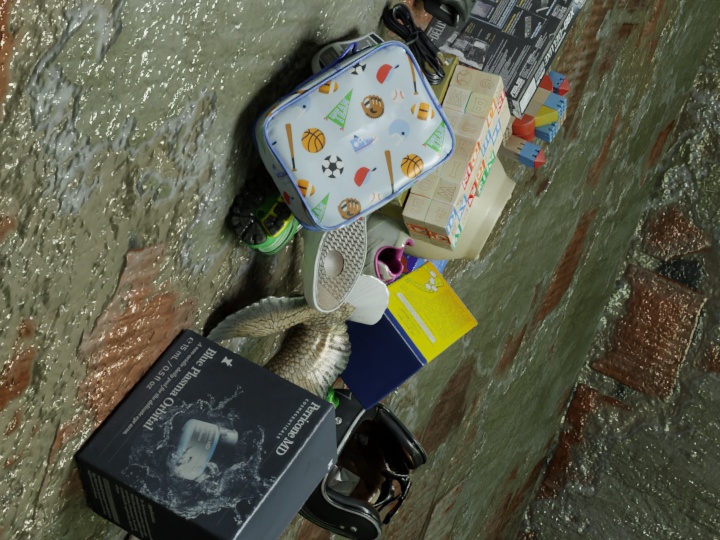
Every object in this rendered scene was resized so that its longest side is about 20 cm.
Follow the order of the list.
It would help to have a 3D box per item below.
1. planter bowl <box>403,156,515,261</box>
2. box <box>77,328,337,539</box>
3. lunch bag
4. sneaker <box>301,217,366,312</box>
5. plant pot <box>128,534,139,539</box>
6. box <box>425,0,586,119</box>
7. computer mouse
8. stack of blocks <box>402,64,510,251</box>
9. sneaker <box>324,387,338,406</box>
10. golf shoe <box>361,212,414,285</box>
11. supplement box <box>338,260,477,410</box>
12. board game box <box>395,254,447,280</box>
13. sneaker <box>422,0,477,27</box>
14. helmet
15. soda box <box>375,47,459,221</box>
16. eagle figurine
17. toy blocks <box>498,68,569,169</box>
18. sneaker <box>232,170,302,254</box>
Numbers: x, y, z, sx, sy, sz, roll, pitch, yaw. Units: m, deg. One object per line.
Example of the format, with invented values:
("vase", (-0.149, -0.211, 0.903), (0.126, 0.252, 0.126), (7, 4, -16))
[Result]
("planter bowl", (0.124, -0.095, 1.866), (0.202, 0.134, 0.200), (-62, 177, -5))
("box", (-0.157, 0.199, 1.479), (0.197, 0.199, 0.118), (-52, 157, -33))
("lunch bag", (-0.006, -0.146, 1.471), (0.199, 0.161, 0.076), (-33, -171, -13))
("sneaker", (-0.040, -0.049, 1.603), (0.072, 0.084, 0.202), (23, 72, -41))
("plant pot", (-0.188, 0.372, 1.654), (0.201, 0.199, 0.178), (-52, 147, -31))
("box", (0.180, -0.314, 1.787), (0.201, 0.157, 0.050), (-61, 160, -12))
("computer mouse", (0.011, -0.233, 1.578), (0.199, 0.110, 0.044), (-28, 168, -42))
("stack of blocks", (0.118, -0.130, 1.696), (0.115, 0.058, 0.202), (59, 51, -69))
("sneaker", (-0.081, 0.167, 1.781), (0.201, 0.085, 0.078), (-56, 158, -21))
("golf shoe", (0.000, 0.000, 1.763), (0.075, 0.092, 0.201), (-20, 148, -45))
("supplement box", (0.049, 0.080, 1.800), (0.109, 0.110, 0.200), (-40, 175, 27))
("board game box", (0.104, -0.051, 2.069), (0.201, 0.044, 0.134), (-63, 160, -5))
("sneaker", (0.131, -0.369, 1.724), (0.199, 0.076, 0.115), (-28, 141, -54))
("helmet", (-0.027, 0.256, 1.895), (0.200, 0.190, 0.200), (-45, -168, 13))
("soda box", (0.059, -0.167, 1.683), (0.068, 0.063, 0.202), (63, 46, -66))
("eagle figurine", (-0.076, 0.067, 1.644), (0.200, 0.151, 0.151), (-53, 178, -41))
("toy blocks", (0.240, -0.241, 2.056), (0.201, 0.136, 0.100), (-58, 159, -20))
("sneaker", (-0.069, -0.106, 1.547), (0.200, 0.078, 0.085), (-52, 165, -10))
